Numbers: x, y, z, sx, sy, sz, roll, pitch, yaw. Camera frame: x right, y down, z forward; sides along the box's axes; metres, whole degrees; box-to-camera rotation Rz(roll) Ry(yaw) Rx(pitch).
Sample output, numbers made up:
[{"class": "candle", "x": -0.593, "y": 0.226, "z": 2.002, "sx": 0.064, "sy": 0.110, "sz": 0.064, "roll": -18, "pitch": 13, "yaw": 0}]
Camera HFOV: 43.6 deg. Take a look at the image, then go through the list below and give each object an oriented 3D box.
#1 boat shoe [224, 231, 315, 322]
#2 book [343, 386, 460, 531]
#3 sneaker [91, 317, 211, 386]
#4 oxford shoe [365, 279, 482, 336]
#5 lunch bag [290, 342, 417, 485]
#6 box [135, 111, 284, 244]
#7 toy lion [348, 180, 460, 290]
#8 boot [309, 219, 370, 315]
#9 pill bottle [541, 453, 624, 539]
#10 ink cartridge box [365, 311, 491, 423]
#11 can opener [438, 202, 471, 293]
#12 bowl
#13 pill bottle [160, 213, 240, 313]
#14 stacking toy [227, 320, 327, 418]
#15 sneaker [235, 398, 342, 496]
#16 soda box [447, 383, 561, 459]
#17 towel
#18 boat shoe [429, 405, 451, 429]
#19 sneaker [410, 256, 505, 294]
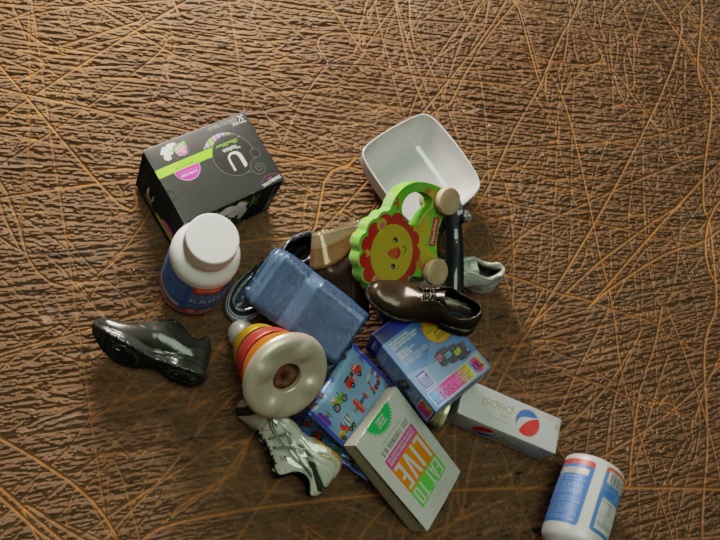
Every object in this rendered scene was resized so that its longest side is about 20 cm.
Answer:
[{"class": "boat shoe", "x": -0.151, "y": 0.004, "z": 1.543, "sx": 0.071, "sy": 0.091, "sz": 0.200, "roll": 45, "pitch": 62, "yaw": 2}, {"class": "book", "x": 0.073, "y": 0.312, "z": 1.494, "sx": 0.200, "sy": 0.048, "sz": 0.134, "roll": 52, "pitch": 54, "yaw": -17}, {"class": "sneaker", "x": -0.334, "y": 0.115, "z": 1.453, "sx": 0.199, "sy": 0.076, "sz": 0.091, "roll": 25, "pitch": 53, "yaw": -17}, {"class": "oxford shoe", "x": 0.107, "y": 0.046, "z": 1.480, "sx": 0.198, "sy": 0.085, "sz": 0.073, "roll": 12, "pitch": 62, "yaw": -8}, {"class": "lunch bag", "x": 0.005, "y": 0.249, "z": 1.513, "sx": 0.200, "sy": 0.094, "sz": 0.151, "roll": 41, "pitch": 58, "yaw": -11}, {"class": "box", "x": -0.261, "y": -0.153, "z": 1.549, "sx": 0.199, "sy": 0.124, "sz": 0.149, "roll": -28, "pitch": 80, "yaw": -28}, {"class": "toy lion", "x": 0.068, "y": -0.057, "z": 1.537, "sx": 0.190, "sy": 0.068, "sz": 0.202, "roll": 8, "pitch": 93, "yaw": -37}, {"class": "boot", "x": 0.000, "y": 0.000, "z": 1.567, "sx": 0.199, "sy": 0.072, "sz": 0.168, "roll": -15, "pitch": 102, "yaw": -33}, {"class": "pill bottle", "x": 0.377, "y": 0.430, "z": 1.555, "sx": 0.112, "sy": 0.112, "sz": 0.201, "roll": 31, "pitch": 62, "yaw": -6}, {"class": "ink cartridge box", "x": 0.104, "y": 0.135, "z": 1.527, "sx": 0.136, "sy": 0.076, "sz": 0.200, "roll": -35, "pitch": 74, "yaw": -23}, {"class": "can opener", "x": 0.167, "y": -0.042, "z": 1.629, "sx": 0.063, "sy": 0.078, "sz": 0.202, "roll": 25, "pitch": 57, "yaw": -61}, {"class": "bowl", "x": 0.108, "y": -0.178, "z": 1.721, "sx": 0.199, "sy": 0.075, "sz": 0.201, "roll": -33, "pitch": 82, "yaw": -27}, {"class": "pill bottle", "x": -0.255, "y": -0.012, "z": 1.442, "sx": 0.111, "sy": 0.200, "sz": 0.113, "roll": 7, "pitch": 67, "yaw": -17}, {"class": "stacking toy", "x": -0.156, "y": 0.133, "z": 1.454, "sx": 0.145, "sy": 0.200, "sz": 0.147, "roll": -14, "pitch": 119, "yaw": -27}, {"class": "sneaker", "x": -0.128, "y": 0.286, "z": 1.450, "sx": 0.199, "sy": 0.076, "sz": 0.088, "roll": 35, "pitch": 71, "yaw": 2}, {"class": "soda box", "x": 0.254, "y": 0.266, "z": 1.603, "sx": 0.199, "sy": 0.064, "sz": 0.069, "roll": 24, "pitch": 63, "yaw": -10}, {"class": "towel", "x": -0.090, "y": 0.059, "z": 1.483, "sx": 0.199, "sy": 0.049, "sz": 0.112, "roll": 37, "pitch": 87, "yaw": 8}, {"class": "boat shoe", "x": 0.131, "y": 0.181, "z": 1.592, "sx": 0.066, "sy": 0.074, "sz": 0.201, "roll": 13, "pitch": 59, "yaw": -7}, {"class": "sneaker", "x": 0.176, "y": 0.000, "z": 1.673, "sx": 0.198, "sy": 0.080, "sz": 0.071, "roll": 0, "pitch": 71, "yaw": -18}]
